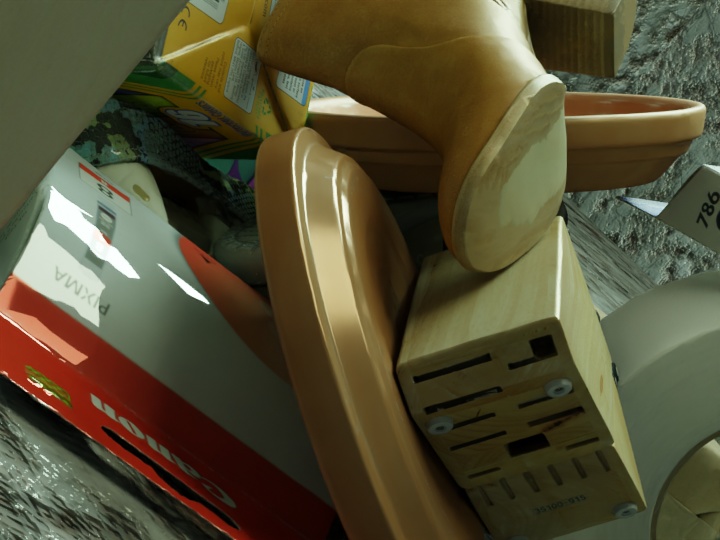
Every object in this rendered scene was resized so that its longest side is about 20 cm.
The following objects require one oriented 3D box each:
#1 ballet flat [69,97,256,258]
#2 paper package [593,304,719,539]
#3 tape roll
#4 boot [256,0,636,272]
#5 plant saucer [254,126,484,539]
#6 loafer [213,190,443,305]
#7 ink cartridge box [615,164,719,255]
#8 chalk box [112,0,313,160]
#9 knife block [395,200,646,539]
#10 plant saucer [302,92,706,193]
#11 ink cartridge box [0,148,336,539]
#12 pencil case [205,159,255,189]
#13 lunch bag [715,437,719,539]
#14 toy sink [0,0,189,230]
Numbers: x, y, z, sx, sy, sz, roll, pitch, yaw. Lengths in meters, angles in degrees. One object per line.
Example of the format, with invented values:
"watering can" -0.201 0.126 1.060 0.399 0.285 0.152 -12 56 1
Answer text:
"ballet flat" -0.093 -0.024 0.982 0.074 0.074 0.200 45 13 32
"paper package" 0.078 0.058 1.182 0.190 0.104 0.200 36 10 -28
"tape roll" 0.176 0.105 1.046 0.202 0.203 0.071 38 9 -19
"boot" 0.020 -0.075 0.930 0.144 0.071 0.201 11 39 19
"plant saucer" 0.009 0.039 0.868 0.200 0.032 0.201 -18 90 -81
"loafer" 0.000 0.000 1.036 0.075 0.070 0.200 5 15 34
"ink cartridge box" 0.221 -0.006 1.032 0.099 0.039 0.200 4 21 -46
"chalk box" -0.128 -0.127 1.015 0.199 0.125 0.124 4 -15 31
"knife block" 0.058 0.013 0.913 0.200 0.064 0.176 57 18 -56
"plant saucer" 0.062 -0.061 1.061 0.199 0.038 0.200 -1 7 0
"ink cartridge box" -0.065 0.033 0.845 0.162 0.050 0.200 38 5 -18
"pencil case" -0.100 -0.099 1.264 0.200 0.085 0.093 -121 -171 -68
"lunch bag" 0.212 0.101 1.338 0.139 0.168 0.200 40 8 -4
"toy sink" -0.136 -0.118 0.794 0.130 0.200 0.112 37 9 -17
